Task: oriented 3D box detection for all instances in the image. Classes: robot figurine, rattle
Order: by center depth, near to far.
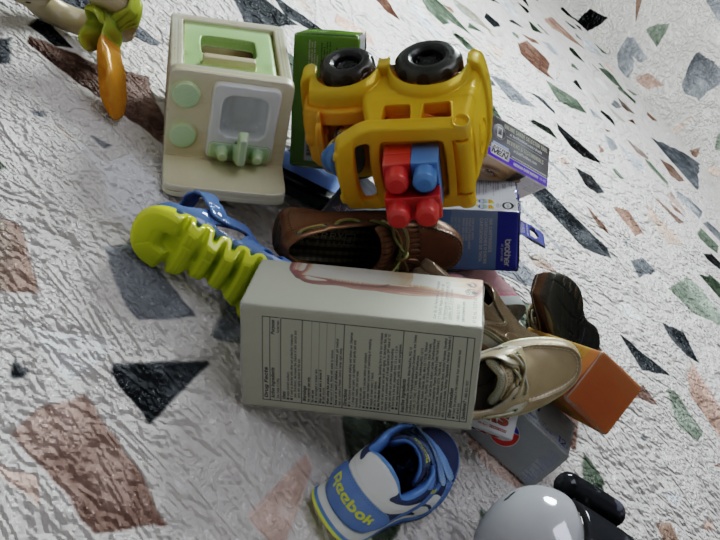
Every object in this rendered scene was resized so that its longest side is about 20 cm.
[{"bbox_3d":[0.186,0.272,0.795,0.199,0.125,0.151,34,18,-14],"label":"robot figurine"},{"bbox_3d":[-0.337,-0.251,0.963,0.197,0.145,0.130,11,5,-20],"label":"rattle"}]

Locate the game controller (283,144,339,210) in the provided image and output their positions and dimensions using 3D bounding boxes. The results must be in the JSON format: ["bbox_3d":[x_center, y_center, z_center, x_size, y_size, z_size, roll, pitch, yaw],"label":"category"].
[{"bbox_3d":[-0.065,-0.113,1.099,0.198,0.042,0.105,24,33,-31],"label":"game controller"}]

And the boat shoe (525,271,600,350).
[{"bbox_3d":[0.241,0.070,1.152,0.200,0.073,0.076,53,54,-47],"label":"boat shoe"}]

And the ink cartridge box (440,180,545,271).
[{"bbox_3d":[0.120,-0.057,1.092,0.197,0.077,0.137,1,21,8],"label":"ink cartridge box"}]

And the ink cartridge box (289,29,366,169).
[{"bbox_3d":[-0.035,-0.213,1.110,0.075,0.150,0.200,4,17,1],"label":"ink cartridge box"}]

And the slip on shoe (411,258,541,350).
[{"bbox_3d":[0.126,0.045,0.944,0.198,0.061,0.076,22,7,-25],"label":"slip on shoe"}]

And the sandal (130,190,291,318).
[{"bbox_3d":[-0.112,-0.013,0.860,0.199,0.080,0.087,36,30,-14],"label":"sandal"}]

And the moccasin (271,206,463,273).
[{"bbox_3d":[0.013,-0.025,0.913,0.199,0.075,0.078,9,23,-24],"label":"moccasin"}]

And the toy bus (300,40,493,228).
[{"bbox_3d":[0.029,-0.119,0.915,0.197,0.137,0.194,0,44,12],"label":"toy bus"}]

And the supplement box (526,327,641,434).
[{"bbox_3d":[0.225,0.116,1.019,0.066,0.069,0.200,41,-6,-12],"label":"supplement box"}]

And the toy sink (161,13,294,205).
[{"bbox_3d":[-0.142,-0.178,0.975,0.128,0.113,0.201,4,40,-13],"label":"toy sink"}]

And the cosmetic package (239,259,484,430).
[{"bbox_3d":[0.003,0.061,0.782,0.197,0.105,0.088,7,28,5],"label":"cosmetic package"}]

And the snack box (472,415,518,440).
[{"bbox_3d":[0.069,0.100,0.908,0.198,0.024,0.073,22,74,-11],"label":"snack box"}]

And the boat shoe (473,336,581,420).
[{"bbox_3d":[0.130,0.107,0.875,0.197,0.065,0.073,-9,85,-16],"label":"boat shoe"}]

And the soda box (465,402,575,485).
[{"bbox_3d":[0.133,0.133,0.981,0.200,0.064,0.068,41,29,0],"label":"soda box"}]

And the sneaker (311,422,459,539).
[{"bbox_3d":[0.043,0.172,0.795,0.074,0.082,0.199,48,27,16],"label":"sneaker"}]

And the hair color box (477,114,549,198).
[{"bbox_3d":[0.137,-0.123,1.203,0.108,0.199,0.066,22,62,-30],"label":"hair color box"}]

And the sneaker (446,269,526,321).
[{"bbox_3d":[0.114,0.019,1.109,0.199,0.075,0.105,9,40,-50],"label":"sneaker"}]

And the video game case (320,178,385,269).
[{"bbox_3d":[0.000,0.000,0.963,0.142,0.019,0.201,39,54,-5],"label":"video game case"}]
